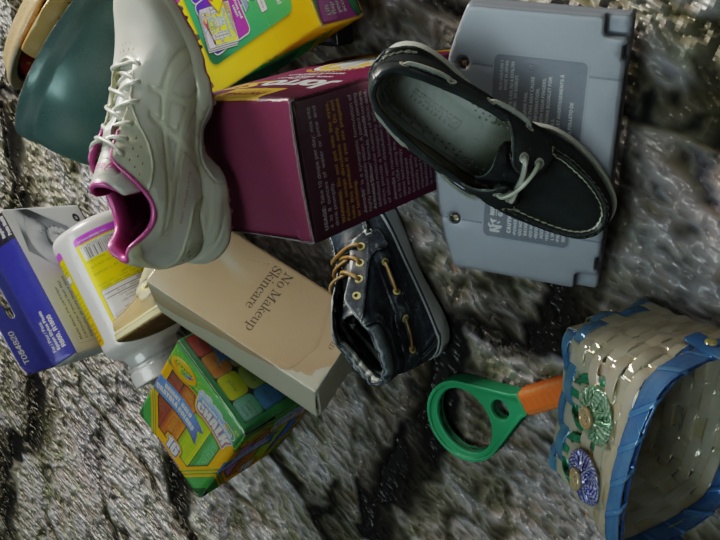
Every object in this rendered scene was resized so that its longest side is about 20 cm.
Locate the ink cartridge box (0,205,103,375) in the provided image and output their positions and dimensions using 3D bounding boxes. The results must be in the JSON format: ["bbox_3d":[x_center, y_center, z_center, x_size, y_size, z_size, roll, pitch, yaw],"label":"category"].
[{"bbox_3d":[-0.376,0.016,1.164,0.040,0.200,0.201,-33,84,24],"label":"ink cartridge box"}]

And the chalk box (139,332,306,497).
[{"bbox_3d":[-0.132,0.126,1.017,0.125,0.123,0.201,50,137,15],"label":"chalk box"}]

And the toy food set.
[{"bbox_3d":[-0.287,-0.264,0.952,0.048,0.199,0.200,33,147,-9],"label":"toy food set"}]

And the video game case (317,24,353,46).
[{"bbox_3d":[-0.091,-0.299,0.843,0.198,0.025,0.184,17,120,40],"label":"video game case"}]

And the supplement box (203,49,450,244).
[{"bbox_3d":[-0.019,-0.103,0.734,0.130,0.199,0.105,9,115,42],"label":"supplement box"}]

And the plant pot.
[{"bbox_3d":[-0.225,-0.180,0.937,0.133,0.201,0.201,33,136,-7],"label":"plant pot"}]

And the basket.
[{"bbox_3d":[0.224,0.125,0.637,0.199,0.138,0.179,29,128,45],"label":"basket"}]

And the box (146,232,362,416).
[{"bbox_3d":[-0.097,0.042,0.915,0.198,0.096,0.078,30,159,13],"label":"box"}]

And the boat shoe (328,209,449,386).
[{"bbox_3d":[0.000,0.000,0.845,0.071,0.090,0.202,-37,81,48],"label":"boat shoe"}]

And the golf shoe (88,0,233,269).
[{"bbox_3d":[-0.147,-0.098,0.651,0.075,0.091,0.203,-4,100,47],"label":"golf shoe"}]

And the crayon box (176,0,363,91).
[{"bbox_3d":[-0.104,-0.273,0.808,0.171,0.058,0.203,-17,97,47],"label":"crayon box"}]

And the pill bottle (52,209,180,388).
[{"bbox_3d":[-0.282,0.036,1.143,0.104,0.104,0.202,-29,87,48],"label":"pill bottle"}]

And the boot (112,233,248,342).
[{"bbox_3d":[-0.228,-0.028,1.049,0.199,0.073,0.157,-38,79,24],"label":"boot"}]

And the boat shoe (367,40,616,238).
[{"bbox_3d":[0.087,-0.078,0.643,0.198,0.060,0.076,30,116,-3],"label":"boat shoe"}]

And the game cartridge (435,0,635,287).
[{"bbox_3d":[0.120,-0.091,0.688,0.131,0.041,0.203,9,118,16],"label":"game cartridge"}]

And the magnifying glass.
[{"bbox_3d":[0.130,0.117,0.823,0.199,0.022,0.081,-28,88,51],"label":"magnifying glass"}]
